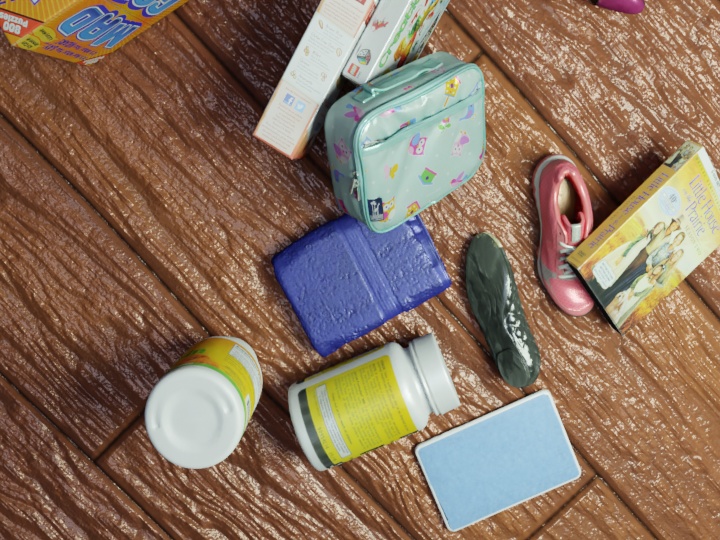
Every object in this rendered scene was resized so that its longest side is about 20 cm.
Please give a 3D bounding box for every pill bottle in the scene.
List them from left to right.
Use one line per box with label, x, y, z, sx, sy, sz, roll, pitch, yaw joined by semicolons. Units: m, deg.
pill bottle;-0.176;0.144;0.897;0.108;0.200;0.115;0;99;1
pill bottle;0.017;0.160;0.938;0.196;0.114;0.117;-23;98;5

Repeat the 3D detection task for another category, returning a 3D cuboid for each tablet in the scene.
tablet;0.183;0.254;1.000;0.196;0.014;0.133;-24;97;4

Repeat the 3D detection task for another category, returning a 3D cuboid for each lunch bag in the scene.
lunch bag;0.053;-0.147;0.843;0.198;0.077;0.163;-32;139;-24

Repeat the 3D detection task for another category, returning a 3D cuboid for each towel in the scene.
towel;0.000;0.000;0.950;0.197;0.050;0.150;-29;90;6

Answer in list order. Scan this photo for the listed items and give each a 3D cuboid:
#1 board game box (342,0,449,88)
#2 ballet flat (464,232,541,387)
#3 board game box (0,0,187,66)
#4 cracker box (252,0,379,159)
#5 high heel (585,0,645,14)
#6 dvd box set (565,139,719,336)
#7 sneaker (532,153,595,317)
board game box;0.056;-0.293;0.857;0.034;0.126;0.203;31;99;13
ballet flat;0.180;0.050;0.958;0.065;0.056;0.205;-14;94;32
board game box;-0.307;-0.374;0.817;0.197;0.200;0.203;-29;97;6
cracker box;-0.046;-0.230;0.867;0.057;0.134;0.203;28;99;-2
high heel;0.228;-0.326;0.878;0.197;0.067;0.098;32;89;11
dvd box set;0.354;-0.034;0.904;0.200;0.029;0.146;-43;124;2
sneaker;0.250;-0.037;0.914;0.072;0.087;0.206;-11;99;4
